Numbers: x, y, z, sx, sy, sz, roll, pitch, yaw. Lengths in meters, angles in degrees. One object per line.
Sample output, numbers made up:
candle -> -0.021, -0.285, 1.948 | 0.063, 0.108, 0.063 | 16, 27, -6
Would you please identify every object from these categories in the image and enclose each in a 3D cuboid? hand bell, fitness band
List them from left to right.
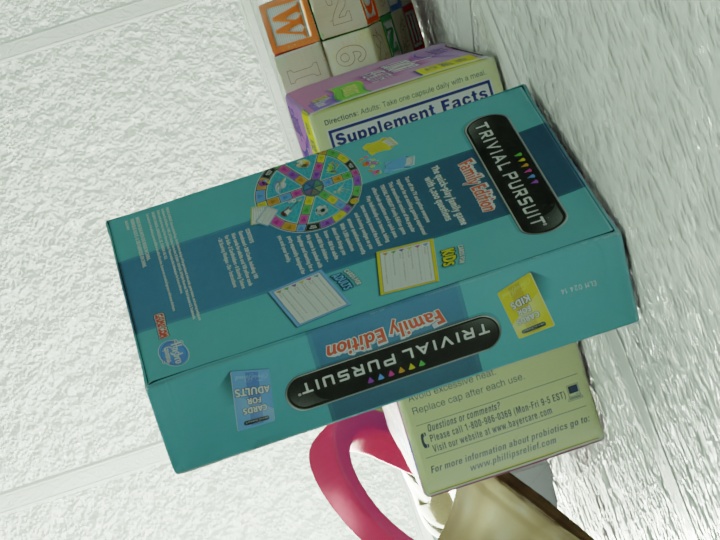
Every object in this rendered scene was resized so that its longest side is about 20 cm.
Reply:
hand bell -> 0.035, 0.204, 1.356 | 0.104, 0.200, 0.104 | 37, -177, -2
fitness band -> 0.050, 0.163, 1.626 | 0.199, 0.037, 0.144 | 28, -148, -32

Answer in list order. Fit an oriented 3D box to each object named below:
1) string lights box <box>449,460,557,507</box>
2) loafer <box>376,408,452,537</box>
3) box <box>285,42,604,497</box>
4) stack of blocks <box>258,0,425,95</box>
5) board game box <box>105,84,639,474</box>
string lights box -> 0.070, 0.091, 1.608 | 0.103, 0.059, 0.201 | 76, 175, -47
loafer -> 0.051, 0.137, 2.138 | 0.200, 0.076, 0.068 | 58, 168, 36
box -> 0.039, -0.006, 1.283 | 0.176, 0.096, 0.201 | -126, 19, -81
stack of blocks -> 0.012, -0.072, 1.426 | 0.115, 0.058, 0.201 | -43, -63, -71
board game box -> 0.000, 0.000, 1.052 | 0.151, 0.199, 0.047 | -113, 6, -60
